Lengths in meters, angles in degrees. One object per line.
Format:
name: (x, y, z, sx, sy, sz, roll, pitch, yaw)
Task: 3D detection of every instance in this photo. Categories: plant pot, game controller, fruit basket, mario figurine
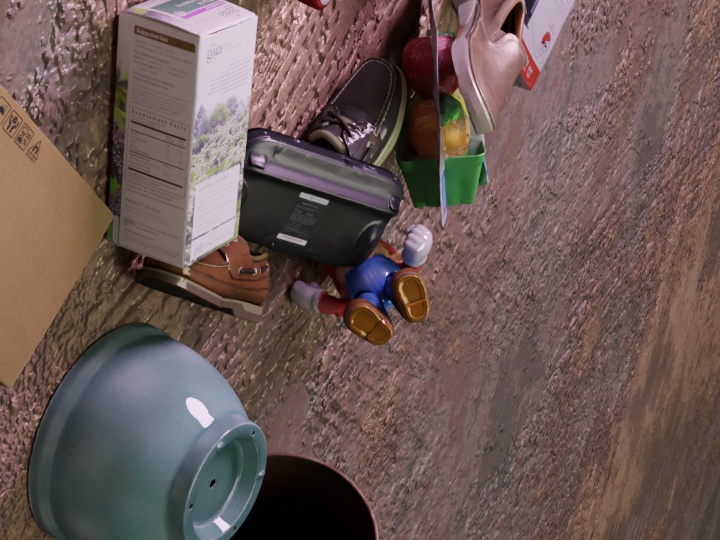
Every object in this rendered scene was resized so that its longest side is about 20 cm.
plant pot: (-0.083, 0.310, 1.724, 0.187, 0.187, 0.200, -52, 164, -31)
game controller: (-0.050, -0.062, 1.563, 0.200, 0.042, 0.104, 16, 119, -40)
fruit basket: (0.081, -0.170, 1.699, 0.185, 0.093, 0.201, -91, -177, -63)
mario figurine: (0.000, 0.000, 1.672, 0.200, 0.123, 0.106, -128, -140, -72)
plant pot: (-0.165, 0.161, 1.474, 0.200, 0.134, 0.201, -44, 145, -42)

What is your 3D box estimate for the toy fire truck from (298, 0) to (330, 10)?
toy fire truck: (-0.011, -0.337, 1.438, 0.200, 0.112, 0.168, -59, 159, -19)

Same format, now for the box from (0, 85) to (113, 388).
box: (-0.266, -0.022, 1.270, 0.164, 0.021, 0.200, -61, 153, -16)

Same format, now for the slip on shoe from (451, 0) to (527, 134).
slip on shoe: (0.127, -0.201, 1.647, 0.200, 0.060, 0.076, -81, 153, -57)

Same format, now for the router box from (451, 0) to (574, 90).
router box: (0.177, -0.321, 1.876, 0.180, 0.049, 0.200, -64, 153, -11)

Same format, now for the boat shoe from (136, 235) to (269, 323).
boat shoe: (-0.133, -0.004, 1.498, 0.200, 0.072, 0.068, 29, 79, -74)

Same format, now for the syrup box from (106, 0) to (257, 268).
syrup box: (-0.143, -0.113, 1.376, 0.079, 0.081, 0.201, -34, 137, -53)

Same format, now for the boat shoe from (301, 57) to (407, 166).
boat shoe: (-0.020, -0.114, 1.623, 0.201, 0.072, 0.066, -61, 158, -6)
